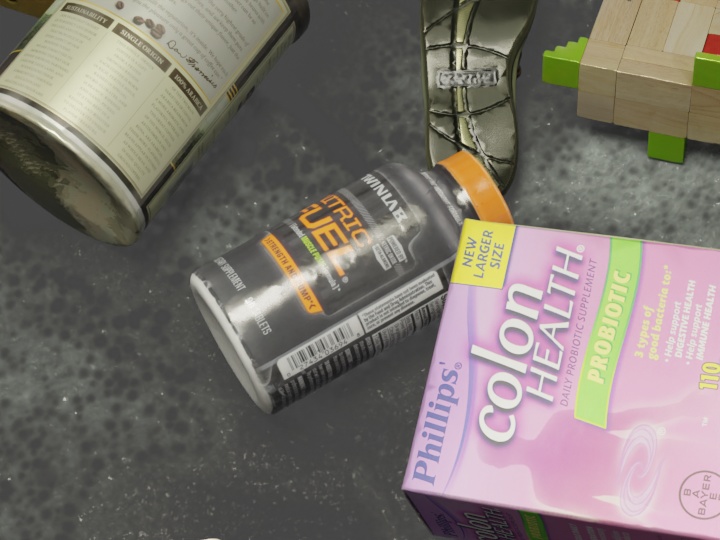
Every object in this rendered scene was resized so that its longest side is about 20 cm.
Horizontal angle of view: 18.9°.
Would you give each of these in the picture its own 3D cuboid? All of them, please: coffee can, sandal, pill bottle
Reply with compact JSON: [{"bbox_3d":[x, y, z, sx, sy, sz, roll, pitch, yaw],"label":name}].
[{"bbox_3d":[-0.150,-0.138,1.464,0.146,0.146,0.200,28,68,21],"label":"coffee can"},{"bbox_3d":[0.077,-0.137,1.490,0.080,0.057,0.201,6,76,5],"label":"sandal"},{"bbox_3d":[0.000,0.000,1.390,0.200,0.106,0.106,-30,61,-10],"label":"pill bottle"}]

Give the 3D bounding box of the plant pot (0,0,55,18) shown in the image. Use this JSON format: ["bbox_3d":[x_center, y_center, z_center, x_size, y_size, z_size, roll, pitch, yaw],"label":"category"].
[{"bbox_3d":[-0.229,-0.287,1.543,0.200,0.200,0.177,19,76,18],"label":"plant pot"}]

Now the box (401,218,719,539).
[{"bbox_3d":[0.146,0.077,1.281,0.200,0.097,0.176,8,69,18],"label":"box"}]

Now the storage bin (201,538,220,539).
[{"bbox_3d":[-0.139,0.238,1.220,0.198,0.200,0.094,-9,61,3],"label":"storage bin"}]

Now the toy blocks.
[{"bbox_3d":[0.236,-0.154,1.462,0.200,0.100,0.137,12,51,13],"label":"toy blocks"}]
